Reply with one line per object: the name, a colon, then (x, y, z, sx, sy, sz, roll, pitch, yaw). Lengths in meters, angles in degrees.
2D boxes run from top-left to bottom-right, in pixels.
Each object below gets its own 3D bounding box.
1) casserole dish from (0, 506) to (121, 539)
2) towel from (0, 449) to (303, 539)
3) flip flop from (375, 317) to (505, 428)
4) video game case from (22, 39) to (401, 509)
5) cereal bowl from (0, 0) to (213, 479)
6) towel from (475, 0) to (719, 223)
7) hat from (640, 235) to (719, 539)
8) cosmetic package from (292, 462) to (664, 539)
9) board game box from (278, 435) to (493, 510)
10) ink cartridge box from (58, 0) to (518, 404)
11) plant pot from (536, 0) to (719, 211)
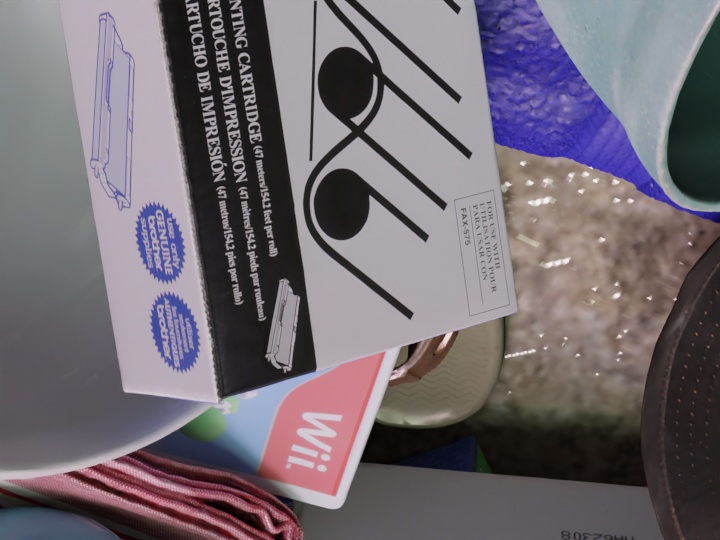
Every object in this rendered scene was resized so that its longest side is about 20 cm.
casserole dish: (-0.096, 0.121, 0.796, 0.121, 0.039, 0.200, 49, 154, -15)
towel: (-0.134, 0.059, 0.792, 0.200, 0.023, 0.144, -1, 158, 43)
flip flop: (0.000, 0.000, 0.775, 0.081, 0.058, 0.200, -6, 148, 5)
video game case: (-0.084, -0.007, 0.730, 0.200, 0.017, 0.143, 15, 130, -5)
cereal bowl: (-0.100, -0.050, 0.617, 0.200, 0.200, 0.083, 47, 155, -26)
towel: (0.084, -0.084, 0.735, 0.200, 0.050, 0.148, 19, 125, -10)
hat: (0.186, 0.052, 0.738, 0.201, 0.201, 0.081, -44, 155, 29)
cosmetic package: (0.068, 0.184, 0.846, 0.199, 0.123, 0.200, 5, 127, 0)
board game box: (0.020, 0.160, 0.928, 0.135, 0.034, 0.200, -20, 122, 17)
ink cartridge box: (-0.023, -0.078, 0.595, 0.044, 0.094, 0.200, 2, 104, 51)
plant pot: (0.103, -0.131, 0.603, 0.134, 0.200, 0.200, 48, 125, 20)
